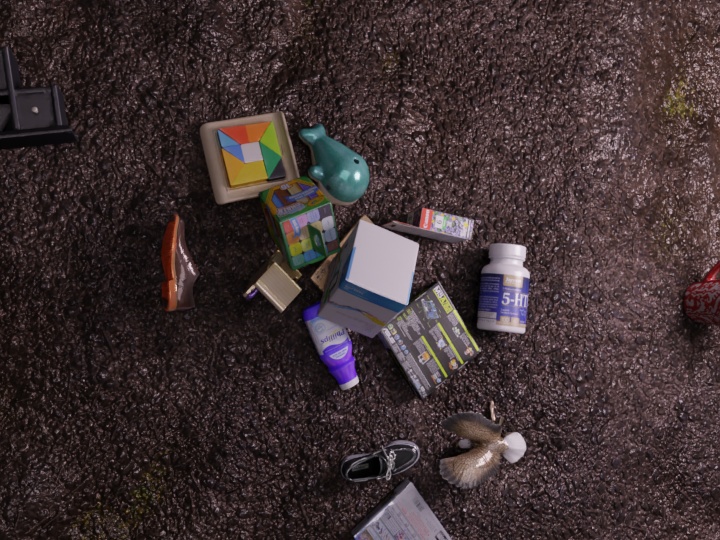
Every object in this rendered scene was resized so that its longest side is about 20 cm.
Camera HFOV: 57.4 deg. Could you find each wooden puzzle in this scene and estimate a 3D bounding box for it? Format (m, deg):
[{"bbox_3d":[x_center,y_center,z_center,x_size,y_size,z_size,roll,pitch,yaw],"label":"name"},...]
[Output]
[{"bbox_3d":[-0.245,-0.255,1.464,0.194,0.037,0.191,-14,81,-14],"label":"wooden puzzle"}]

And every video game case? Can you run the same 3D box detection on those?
[{"bbox_3d":[0.102,0.628,1.533,0.180,0.045,0.202,-38,97,-14],"label":"video game case"}]

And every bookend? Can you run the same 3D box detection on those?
[{"bbox_3d":[-0.694,-0.360,1.335,0.193,0.092,0.206,-8,90,-16],"label":"bookend"}]

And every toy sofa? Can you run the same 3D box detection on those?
[{"bbox_3d":[-0.183,0.030,1.401,0.098,0.200,0.083,-45,100,3],"label":"toy sofa"}]

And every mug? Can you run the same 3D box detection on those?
[{"bbox_3d":[0.956,0.064,1.703,0.131,0.200,0.182,26,81,-11],"label":"mug"}]

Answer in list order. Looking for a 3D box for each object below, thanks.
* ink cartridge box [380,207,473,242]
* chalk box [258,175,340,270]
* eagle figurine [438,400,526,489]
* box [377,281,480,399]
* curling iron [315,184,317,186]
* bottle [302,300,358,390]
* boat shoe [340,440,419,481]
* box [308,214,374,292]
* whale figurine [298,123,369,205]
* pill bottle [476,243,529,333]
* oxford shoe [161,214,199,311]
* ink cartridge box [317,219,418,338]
[{"bbox_3d":[0.155,-0.111,1.543,0.194,0.109,0.052,12,85,-14],"label":"ink cartridge box"},{"bbox_3d":[-0.123,-0.094,1.406,0.121,0.201,0.128,-21,125,-13],"label":"chalk box"},{"bbox_3d":[0.274,0.407,1.537,0.151,0.197,0.153,-48,62,26],"label":"eagle figurine"},{"bbox_3d":[0.161,0.165,1.568,0.191,0.047,0.203,-36,96,-16],"label":"box"},{"bbox_3d":[-0.182,-0.204,1.499,0.195,0.025,0.051,24,80,-13],"label":"curling iron"},{"bbox_3d":[-0.062,0.169,1.497,0.082,0.065,0.205,-23,94,-15],"label":"bottle"},{"bbox_3d":[0.051,0.442,1.515,0.193,0.068,0.076,-4,89,-15],"label":"boat shoe"},{"bbox_3d":[0.000,0.000,1.542,0.163,0.021,0.201,44,78,-10],"label":"box"},{"bbox_3d":[-0.056,-0.250,1.485,0.158,0.103,0.203,-29,86,-44],"label":"whale figurine"},{"bbox_3d":[0.346,0.044,1.583,0.116,0.119,0.207,6,86,-14],"label":"pill bottle"},{"bbox_3d":[-0.389,-0.016,1.426,0.071,0.070,0.208,1,92,-34],"label":"oxford shoe"},{"bbox_3d":[0.014,0.023,1.412,0.142,0.200,0.150,21,59,-12],"label":"ink cartridge box"}]
